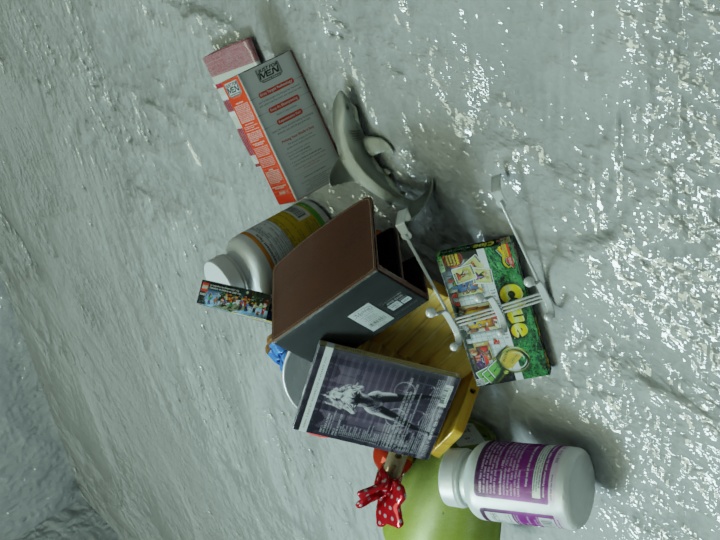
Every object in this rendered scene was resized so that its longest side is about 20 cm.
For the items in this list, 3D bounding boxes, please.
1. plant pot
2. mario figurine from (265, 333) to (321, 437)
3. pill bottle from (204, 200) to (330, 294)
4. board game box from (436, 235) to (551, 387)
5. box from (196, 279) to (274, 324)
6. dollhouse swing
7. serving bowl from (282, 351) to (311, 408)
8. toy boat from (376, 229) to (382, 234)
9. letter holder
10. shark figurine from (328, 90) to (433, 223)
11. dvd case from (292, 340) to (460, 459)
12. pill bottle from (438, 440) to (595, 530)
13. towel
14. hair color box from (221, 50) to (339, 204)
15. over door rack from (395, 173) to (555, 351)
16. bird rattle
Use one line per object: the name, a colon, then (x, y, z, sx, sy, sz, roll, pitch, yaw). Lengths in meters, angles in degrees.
plant pot: (0.140, 0.329, 1.784, 0.187, 0.187, 0.201, 34, 127, 37)
mario figurine: (-0.080, 0.190, 1.984, 0.201, 0.106, 0.123, 60, -164, 17)
pill bottle: (-0.142, -0.021, 1.842, 0.111, 0.200, 0.111, 40, 146, 34)
board game box: (0.177, 0.057, 1.542, 0.104, 0.023, 0.201, -13, 112, 18)
box: (-0.126, 0.061, 1.726, 0.136, 0.200, 0.038, 12, 85, 35)
dollhouse swing: (0.082, 0.136, 1.612, 0.199, 0.182, 0.176, 27, 157, -12)
serving bowl: (-0.027, 0.151, 1.878, 0.066, 0.199, 0.201, -99, -6, -63)
toy boat: (0.000, 0.000, 1.727, 0.130, 0.131, 0.200, 24, 168, 47)
letter holder: (-0.020, 0.014, 1.574, 0.200, 0.100, 0.143, -35, 42, 31)
shark figurine: (0.006, -0.130, 1.629, 0.215, 0.089, 0.128, 52, 152, 16)
dvd case: (0.020, 0.179, 1.597, 0.016, 0.199, 0.149, -90, 16, -59)
pill bottle: (0.213, 0.293, 1.613, 0.199, 0.112, 0.113, 0, 120, 31)
towel: (-0.167, -0.262, 1.843, 0.144, 0.023, 0.201, -2, 117, 56)
hair color box: (-0.112, -0.209, 1.721, 0.061, 0.101, 0.201, -5, 112, 59)
over door rack: (0.143, -0.001, 1.473, 0.147, 0.067, 0.201, -18, 109, 21)
bird rattle: (0.056, 0.281, 1.737, 0.112, 0.201, 0.163, 10, 172, 1)
